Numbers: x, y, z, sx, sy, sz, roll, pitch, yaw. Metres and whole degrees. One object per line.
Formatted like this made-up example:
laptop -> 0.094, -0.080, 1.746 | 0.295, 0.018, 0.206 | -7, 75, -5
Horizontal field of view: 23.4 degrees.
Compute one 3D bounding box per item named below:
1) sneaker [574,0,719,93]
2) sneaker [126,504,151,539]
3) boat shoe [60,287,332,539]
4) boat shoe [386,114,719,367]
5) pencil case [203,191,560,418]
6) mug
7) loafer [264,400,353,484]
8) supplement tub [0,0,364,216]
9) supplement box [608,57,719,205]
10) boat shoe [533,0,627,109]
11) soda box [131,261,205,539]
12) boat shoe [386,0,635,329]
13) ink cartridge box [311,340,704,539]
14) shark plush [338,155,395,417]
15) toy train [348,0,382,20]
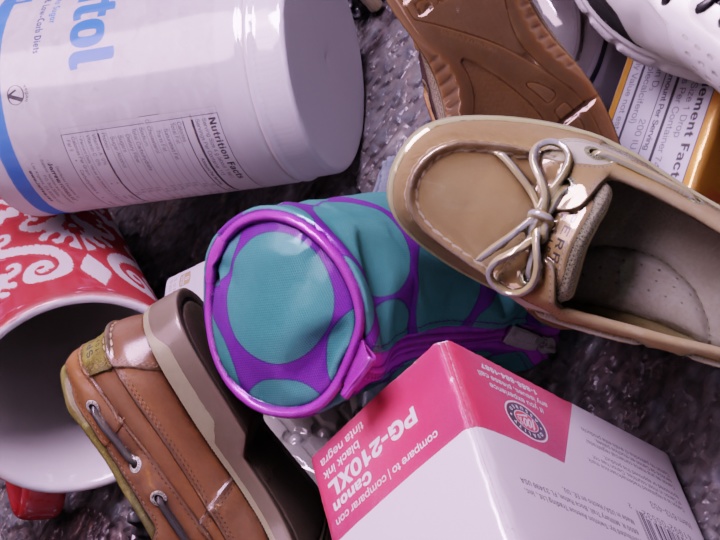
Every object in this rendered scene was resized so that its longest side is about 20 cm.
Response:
sneaker -> 0.157, -0.096, 0.677 | 0.200, 0.080, 0.074 | 42, 86, 14
sneaker -> -0.059, 0.167, 0.802 | 0.071, 0.098, 0.202 | 6, 96, 44
boat shoe -> -0.053, 0.109, 0.722 | 0.068, 0.072, 0.201 | -28, 89, 12
boat shoe -> 0.105, -0.005, 0.666 | 0.063, 0.200, 0.074 | -62, -2, -83
pencil case -> 0.019, 0.011, 0.748 | 0.092, 0.200, 0.085 | 41, 114, 24
mug -> -0.203, 0.036, 1.053 | 0.178, 0.133, 0.200 | -49, 35, 13
loafer -> -0.008, 0.119, 0.815 | 0.200, 0.070, 0.070 | 48, 136, 49
supplement tub -> -0.111, -0.105, 0.978 | 0.199, 0.132, 0.133 | -7, 59, 19
supplement box -> 0.164, -0.101, 0.762 | 0.069, 0.066, 0.201 | 12, 77, 49
boat shoe -> 0.088, -0.159, 0.887 | 0.072, 0.066, 0.201 | -29, 48, 35
soda box -> -0.071, 0.092, 0.915 | 0.068, 0.064, 0.201 | -22, 51, 39
boat shoe -> 0.062, -0.071, 0.739 | 0.072, 0.072, 0.201 | -27, 83, 8
ink cartridge box -> 0.076, 0.144, 0.641 | 0.084, 0.144, 0.201 | -43, 41, 24
shark plush -> 0.000, 0.000, 0.853 | 0.090, 0.084, 0.200 | 14, 36, 26
toy train -> -0.007, -0.230, 1.072 | 0.046, 0.034, 0.201 | -25, 48, 22
